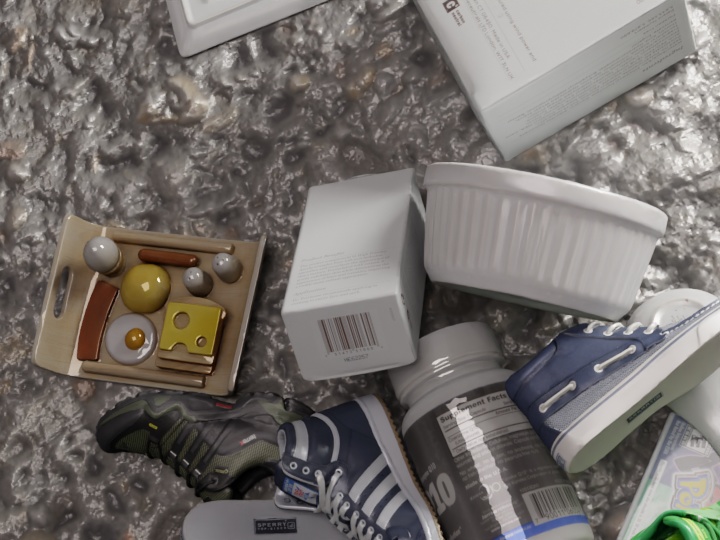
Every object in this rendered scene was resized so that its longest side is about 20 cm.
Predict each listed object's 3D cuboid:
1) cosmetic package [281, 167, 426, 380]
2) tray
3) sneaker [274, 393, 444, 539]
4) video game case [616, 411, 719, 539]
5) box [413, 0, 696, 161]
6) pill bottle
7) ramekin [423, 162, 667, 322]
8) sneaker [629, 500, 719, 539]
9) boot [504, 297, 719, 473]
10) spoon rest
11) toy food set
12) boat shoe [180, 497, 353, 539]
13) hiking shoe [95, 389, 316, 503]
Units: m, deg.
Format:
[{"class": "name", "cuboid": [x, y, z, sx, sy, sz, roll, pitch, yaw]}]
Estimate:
[{"class": "cosmetic package", "cuboid": [0.000, 0.000, 1.475, 0.101, 0.075, 0.201, -9, 30, 13]}, {"class": "tray", "cuboid": [-0.095, -0.285, 1.672, 0.198, 0.022, 0.108, -21, 68, 9]}, {"class": "sneaker", "cuboid": [-0.005, 0.195, 1.425, 0.107, 0.070, 0.201, -10, 52, -19]}, {"class": "video game case", "cuboid": [0.292, 0.237, 1.402, 0.181, 0.023, 0.201, 22, 80, 20]}, {"class": "box", "cuboid": [0.154, -0.240, 1.528, 0.199, 0.131, 0.200, -30, 68, 6]}, {"class": "pill bottle", "cuboid": [0.100, 0.151, 1.434, 0.113, 0.114, 0.201, -26, 68, 7]}, {"class": "ramekin", "cuboid": [0.141, -0.020, 1.437, 0.200, 0.202, 0.095, 12, 88, 19]}, {"class": "sneaker", "cuboid": [0.265, 0.215, 1.350, 0.199, 0.084, 0.074, -27, 66, -10]}, {"class": "boot", "cuboid": [0.211, 0.062, 1.377, 0.199, 0.073, 0.091, -36, 62, -6]}, {"class": "spoon rest", "cuboid": [0.279, 0.093, 1.423, 0.098, 0.061, 0.201, -21, 47, -2]}, {"class": "toy food set", "cuboid": [-0.188, 0.028, 1.582, 0.198, 0.060, 0.145, 6, 75, 18]}, {"class": "boat shoe", "cuboid": [-0.051, 0.233, 1.477, 0.198, 0.066, 0.073, -2, 56, -9]}, {"class": "hiking shoe", "cuboid": [-0.137, 0.159, 1.519, 0.198, 0.076, 0.102, -3, 69, 14]}]
